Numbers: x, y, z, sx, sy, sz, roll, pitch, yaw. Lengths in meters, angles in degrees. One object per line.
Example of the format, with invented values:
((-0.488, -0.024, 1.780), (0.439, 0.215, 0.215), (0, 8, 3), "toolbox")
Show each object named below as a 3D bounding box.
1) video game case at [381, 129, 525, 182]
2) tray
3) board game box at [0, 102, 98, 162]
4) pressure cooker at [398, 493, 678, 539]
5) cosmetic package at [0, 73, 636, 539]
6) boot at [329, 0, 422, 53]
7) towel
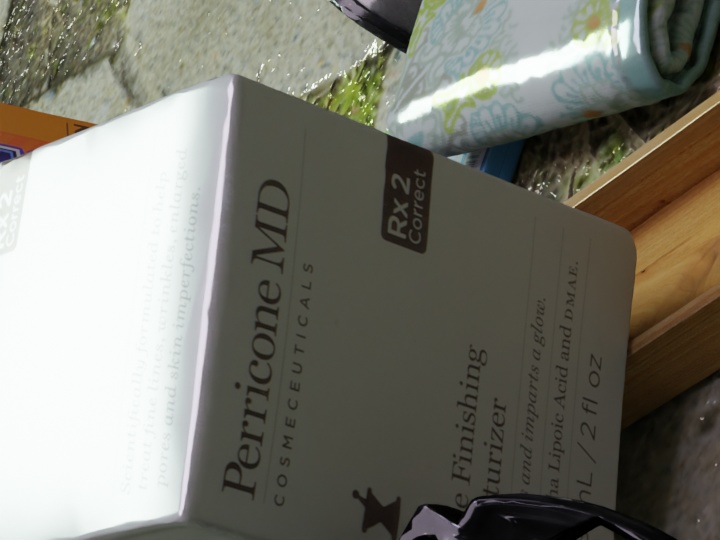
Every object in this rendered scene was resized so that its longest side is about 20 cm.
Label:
((0.000, 0.000, 1.364), (0.200, 0.018, 0.143), (-3, 65, 61), "video game case")
((0.134, -0.012, 1.101), (0.200, 0.037, 0.099), (-36, 37, 43), "tray")
((-0.150, 0.065, 1.330), (0.200, 0.199, 0.200), (-102, 29, -52), "board game box")
((0.056, 0.175, 0.917), (0.200, 0.176, 0.179), (-60, 11, 6), "pressure cooker")
((-0.027, 0.048, 1.073), (0.165, 0.200, 0.165), (-17, 62, 48), "cosmetic package")
((0.029, -0.199, 1.438), (0.132, 0.070, 0.200), (-48, 33, 19), "boot")
((0.099, -0.148, 1.268), (0.171, 0.048, 0.200), (-16, 50, 52), "towel")
